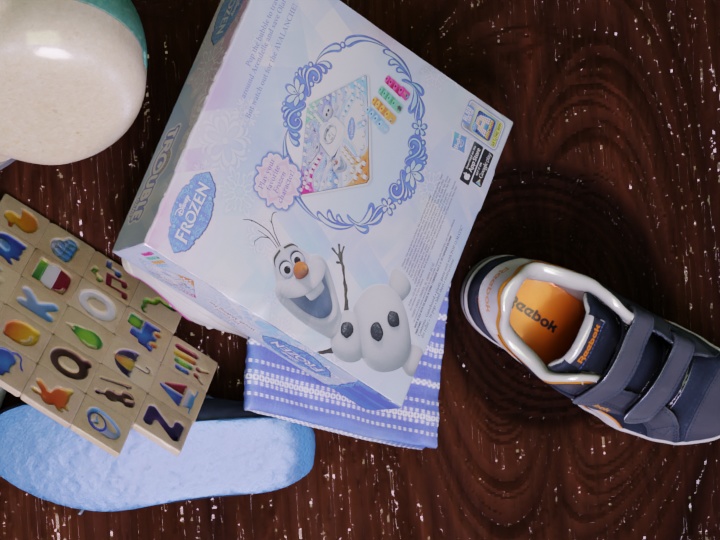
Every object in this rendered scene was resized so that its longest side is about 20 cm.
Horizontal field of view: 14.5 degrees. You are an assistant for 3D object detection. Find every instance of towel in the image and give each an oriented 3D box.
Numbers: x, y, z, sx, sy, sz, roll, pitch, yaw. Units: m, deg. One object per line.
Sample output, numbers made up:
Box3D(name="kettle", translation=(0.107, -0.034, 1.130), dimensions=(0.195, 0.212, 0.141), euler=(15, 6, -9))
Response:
Box3D(name="towel", translation=(0.000, 0.000, 1.715), dimensions=(0.144, 0.024, 0.201), euler=(15, 74, -34))

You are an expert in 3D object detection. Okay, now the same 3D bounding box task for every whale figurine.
Box3D(name="whale figurine", translation=(-0.224, -0.130, 1.649), dimensions=(0.199, 0.159, 0.104), euler=(-2, 55, 5))

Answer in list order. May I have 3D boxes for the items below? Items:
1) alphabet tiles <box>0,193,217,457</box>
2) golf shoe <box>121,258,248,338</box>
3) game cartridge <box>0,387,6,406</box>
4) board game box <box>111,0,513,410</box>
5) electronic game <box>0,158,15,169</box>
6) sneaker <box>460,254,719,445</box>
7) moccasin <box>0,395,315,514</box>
Box3D(name="alphabet tiles", translation=(-0.180, 0.030, 1.682), dimensions=(0.200, 0.167, 0.006), euler=(33, 122, -9))
Box3D(name="golf shoe", translation=(-0.061, 0.013, 1.740), dimensions=(0.200, 0.091, 0.075), euler=(37, 54, -27))
Box3D(name="game cartridge", translation=(-0.301, 0.019, 1.719), dimensions=(0.199, 0.040, 0.134), euler=(20, 87, -9))
Box3D(name="board game box", translation=(-0.024, -0.051, 1.669), dimensions=(0.199, 0.043, 0.200), euler=(34, 67, -28))
Box3D(name="electronic game", translation=(-0.267, -0.146, 1.700), dimensions=(0.199, 0.042, 0.201), euler=(-2, 102, -7))
Box3D(name="sneaker", translation=(0.158, 0.055, 1.764), dimensions=(0.200, 0.079, 0.079), euler=(24, 89, -10))
Box3D(name="moccasin", translation=(-0.130, 0.112, 1.733), dimensions=(0.199, 0.068, 0.081), euler=(6, 100, -8))
